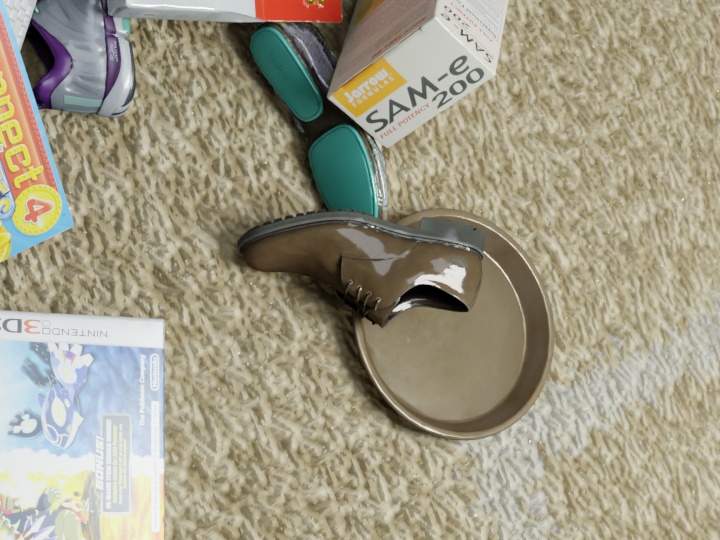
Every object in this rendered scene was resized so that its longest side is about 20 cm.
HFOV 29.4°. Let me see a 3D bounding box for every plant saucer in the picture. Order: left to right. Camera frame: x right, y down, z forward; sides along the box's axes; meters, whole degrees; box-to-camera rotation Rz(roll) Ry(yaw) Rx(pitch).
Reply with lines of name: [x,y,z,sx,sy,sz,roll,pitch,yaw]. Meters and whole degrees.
plant saucer: [0.078,0.046,1.179,0.200,0.029,0.201,7,75,-27]

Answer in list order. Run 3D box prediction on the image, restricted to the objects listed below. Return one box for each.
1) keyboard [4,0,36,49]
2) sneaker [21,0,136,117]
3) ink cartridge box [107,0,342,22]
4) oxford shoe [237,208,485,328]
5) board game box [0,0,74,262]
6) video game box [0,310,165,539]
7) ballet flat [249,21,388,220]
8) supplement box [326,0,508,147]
keyboard: [-0.256,-0.204,1.011,0.011,0.056,0.200,13,79,14]
sneaker: [-0.226,-0.218,1.060,0.087,0.074,0.200,-3,80,-23]
ink cartridge box: [-0.099,-0.275,1.063,0.200,0.047,0.160,-3,90,-27]
oxford shoe: [0.000,0.000,1.097,0.200,0.073,0.085,5,69,-2]
board game box: [-0.314,-0.080,0.924,0.196,0.056,0.200,-30,127,-27]
video game box: [-0.231,0.129,0.987,0.182,0.047,0.200,3,76,-25]
ballet flat: [-0.019,-0.126,1.151,0.072,0.072,0.201,-29,93,-30]
supplement box: [0.056,-0.213,1.137,0.073,0.126,0.200,38,43,-24]
